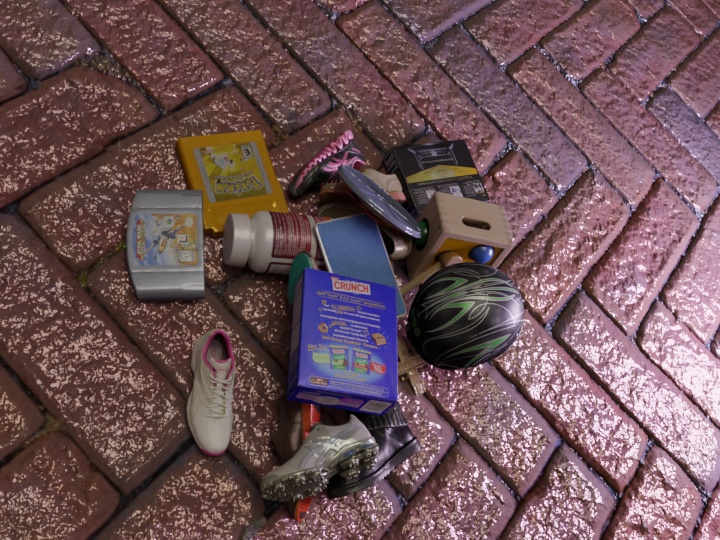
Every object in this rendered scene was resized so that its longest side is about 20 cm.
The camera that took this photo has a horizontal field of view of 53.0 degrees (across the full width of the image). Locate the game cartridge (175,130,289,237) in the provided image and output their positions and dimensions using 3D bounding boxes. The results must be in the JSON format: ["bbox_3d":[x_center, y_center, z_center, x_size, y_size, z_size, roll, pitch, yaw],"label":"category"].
[{"bbox_3d":[-0.238,-0.167,1.362,0.174,0.032,0.203,-12,70,-29],"label":"game cartridge"}]

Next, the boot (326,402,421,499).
[{"bbox_3d":[-0.003,0.273,1.217,0.209,0.079,0.160,-23,83,-43],"label":"boot"}]

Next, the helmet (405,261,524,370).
[{"bbox_3d":[0.193,0.079,1.309,0.197,0.191,0.203,16,54,-23],"label":"helmet"}]

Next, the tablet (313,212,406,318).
[{"bbox_3d":[0.000,0.000,1.281,0.128,0.014,0.203,-14,80,-31],"label":"tablet"}]

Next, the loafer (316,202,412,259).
[{"bbox_3d":[0.002,-0.076,1.365,0.197,0.077,0.068,19,11,14],"label":"loafer"}]

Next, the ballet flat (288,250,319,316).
[{"bbox_3d":[-0.089,0.067,1.267,0.067,0.067,0.204,-1,94,-56],"label":"ballet flat"}]

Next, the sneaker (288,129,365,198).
[{"bbox_3d":[-0.060,-0.195,1.441,0.200,0.079,0.096,-46,105,-31],"label":"sneaker"}]

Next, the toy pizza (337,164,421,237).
[{"bbox_3d":[0.031,-0.121,1.326,0.199,0.032,0.201,37,15,-11],"label":"toy pizza"}]

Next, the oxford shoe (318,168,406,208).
[{"bbox_3d":[-0.001,-0.164,1.445,0.197,0.070,0.075,0,71,-37],"label":"oxford shoe"}]

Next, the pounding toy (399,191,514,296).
[{"bbox_3d":[0.165,-0.030,1.404,0.196,0.185,0.144,9,49,-20],"label":"pounding toy"}]

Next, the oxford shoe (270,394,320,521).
[{"bbox_3d":[-0.109,0.302,1.178,0.071,0.071,0.204,-2,69,12],"label":"oxford shoe"}]

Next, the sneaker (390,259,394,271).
[{"bbox_3d":[0.024,0.057,1.354,0.077,0.077,0.202,50,45,-29],"label":"sneaker"}]

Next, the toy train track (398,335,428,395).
[{"bbox_3d":[0.128,0.161,1.364,0.197,0.033,0.116,-18,74,-32],"label":"toy train track"}]

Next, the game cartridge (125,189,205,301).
[{"bbox_3d":[-0.335,-0.047,1.241,0.131,0.042,0.204,0,68,-18],"label":"game cartridge"}]

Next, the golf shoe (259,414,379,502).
[{"bbox_3d":[-0.071,0.288,1.119,0.197,0.079,0.098,-13,51,-25],"label":"golf shoe"}]

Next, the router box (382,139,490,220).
[{"bbox_3d":[0.164,-0.194,1.547,0.197,0.052,0.160,-10,71,-29],"label":"router box"}]

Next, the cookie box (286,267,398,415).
[{"bbox_3d":[-0.026,0.114,1.162,0.168,0.075,0.203,13,59,-18],"label":"cookie box"}]

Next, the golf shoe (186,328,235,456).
[{"bbox_3d":[-0.235,0.188,1.150,0.074,0.092,0.204,2,66,-25],"label":"golf shoe"}]

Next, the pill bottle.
[{"bbox_3d":[-0.142,-0.049,1.299,0.196,0.110,0.112,4,63,-23],"label":"pill bottle"}]
